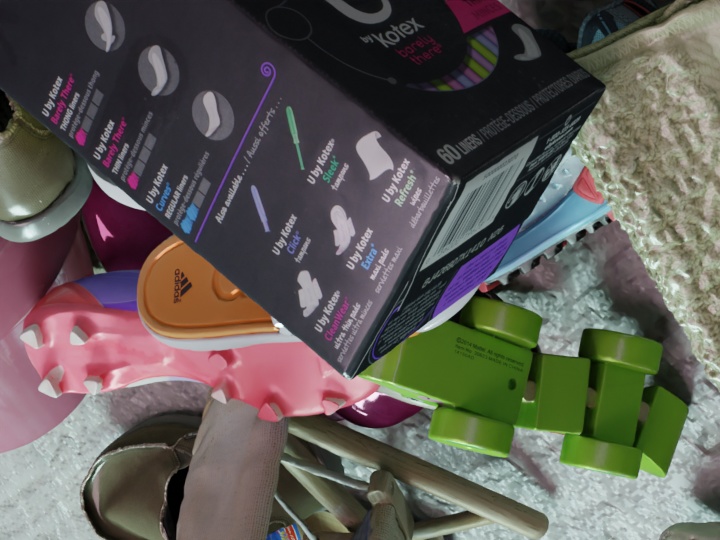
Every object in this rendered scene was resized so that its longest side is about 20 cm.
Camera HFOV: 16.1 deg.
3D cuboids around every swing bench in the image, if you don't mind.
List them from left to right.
[{"bbox_3d":[-0.026,0.177,1.273,0.200,0.200,0.129,35,143,-32],"label":"swing bench"}]

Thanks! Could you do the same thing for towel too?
[{"bbox_3d":[0.176,-0.030,1.012,0.148,0.037,0.201,-27,112,12],"label":"towel"}]

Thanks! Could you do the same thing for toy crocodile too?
[{"bbox_3d":[0.078,0.055,1.173,0.199,0.068,0.062,15,173,-36],"label":"toy crocodile"}]

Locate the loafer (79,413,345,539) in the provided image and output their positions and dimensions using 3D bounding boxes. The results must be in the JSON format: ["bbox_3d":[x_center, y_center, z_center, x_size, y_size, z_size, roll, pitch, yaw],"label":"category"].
[{"bbox_3d":[-0.099,0.123,1.442,0.199,0.069,0.076,-15,98,44],"label":"loafer"}]

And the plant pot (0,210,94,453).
[{"bbox_3d":[-0.223,0.000,1.347,0.199,0.201,0.179,16,154,28],"label":"plant pot"}]

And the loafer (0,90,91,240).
[{"bbox_3d":[-0.199,-0.099,1.240,0.200,0.075,0.070,44,169,35],"label":"loafer"}]

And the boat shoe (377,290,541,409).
[{"bbox_3d":[0.001,-0.002,1.228,0.199,0.075,0.066,36,158,21],"label":"boat shoe"}]

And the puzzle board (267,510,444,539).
[{"bbox_3d":[0.008,0.207,1.500,0.150,0.017,0.201,13,136,33],"label":"puzzle board"}]

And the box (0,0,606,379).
[{"bbox_3d":[-0.028,-0.076,0.978,0.200,0.122,0.106,39,127,14],"label":"box"}]

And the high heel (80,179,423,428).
[{"bbox_3d":[-0.052,0.013,1.288,0.200,0.068,0.096,45,154,-17],"label":"high heel"}]

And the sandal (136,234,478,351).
[{"bbox_3d":[-0.033,-0.005,1.112,0.206,0.080,0.059,-15,160,35],"label":"sandal"}]

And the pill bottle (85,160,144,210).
[{"bbox_3d":[-0.095,-0.134,1.135,0.112,0.113,0.201,12,137,32],"label":"pill bottle"}]

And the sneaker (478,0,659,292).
[{"bbox_3d":[0.081,-0.062,1.109,0.200,0.079,0.096,-32,92,46],"label":"sneaker"}]

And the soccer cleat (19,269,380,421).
[{"bbox_3d":[-0.072,0.027,1.226,0.199,0.077,0.067,0,122,27],"label":"soccer cleat"}]

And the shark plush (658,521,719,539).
[{"bbox_3d":[0.243,0.158,1.230,0.198,0.092,0.083,12,161,2],"label":"shark plush"}]
